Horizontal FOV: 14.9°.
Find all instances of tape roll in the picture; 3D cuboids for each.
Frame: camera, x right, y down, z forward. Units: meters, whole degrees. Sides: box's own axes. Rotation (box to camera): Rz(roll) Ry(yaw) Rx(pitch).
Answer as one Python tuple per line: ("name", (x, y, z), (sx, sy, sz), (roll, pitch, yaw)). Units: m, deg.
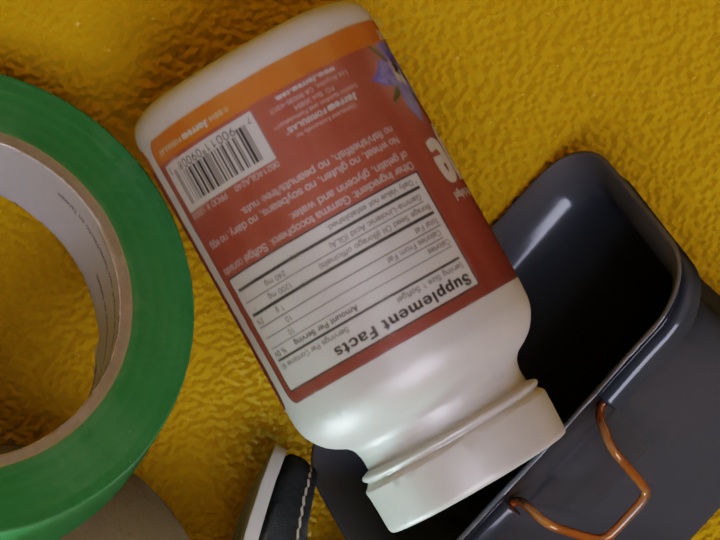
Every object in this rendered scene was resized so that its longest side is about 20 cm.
("tape roll", (-0.168, 0.017, 1.103), (0.199, 0.201, 0.048), (5, 157, -17))

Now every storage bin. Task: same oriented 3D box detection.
("storage bin", (0.103, 0.074, 1.238), (0.134, 0.146, 0.200), (31, 106, -37))

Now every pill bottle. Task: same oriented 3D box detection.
("pill bottle", (0.000, 0.000, 1.132), (0.112, 0.112, 0.201), (-29, 89, 2))

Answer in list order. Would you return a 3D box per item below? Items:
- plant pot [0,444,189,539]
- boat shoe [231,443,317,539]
("plant pot", (-0.144, 0.154, 1.193), (0.134, 0.200, 0.201), (-33, 125, -31))
("boat shoe", (-0.041, 0.179, 1.223), (0.060, 0.076, 0.201), (14, 79, -2))
